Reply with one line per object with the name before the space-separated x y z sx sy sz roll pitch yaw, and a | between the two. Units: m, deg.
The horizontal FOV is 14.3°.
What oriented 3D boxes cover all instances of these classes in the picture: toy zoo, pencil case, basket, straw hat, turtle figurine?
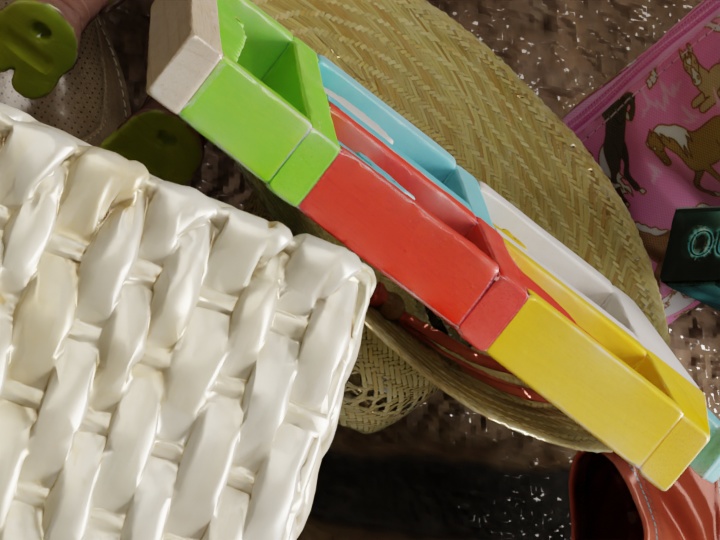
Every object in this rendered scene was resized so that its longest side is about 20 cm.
toy zoo | 0.027 -0.008 0.774 0.200 0.020 0.131 37 10 -11
pencil case | 0.133 -0.057 0.948 0.086 0.200 0.083 -9 67 -43
basket | -0.128 0.056 0.727 0.197 0.161 0.201 23 81 -18
straw hat | 0.000 0.000 0.885 0.200 0.085 0.202 31 31 -21
turtle figurine | -0.050 -0.102 0.935 0.200 0.064 0.162 52 41 -30

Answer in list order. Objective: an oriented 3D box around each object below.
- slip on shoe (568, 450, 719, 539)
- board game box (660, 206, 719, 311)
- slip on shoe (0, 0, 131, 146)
slip on shoe | 0.078 0.142 0.852 0.061 0.074 0.201 13 78 -22
board game box | 0.213 0.023 0.928 0.199 0.135 0.028 24 74 -37
slip on shoe | -0.124 -0.111 0.949 0.076 0.061 0.201 -6 62 -29
